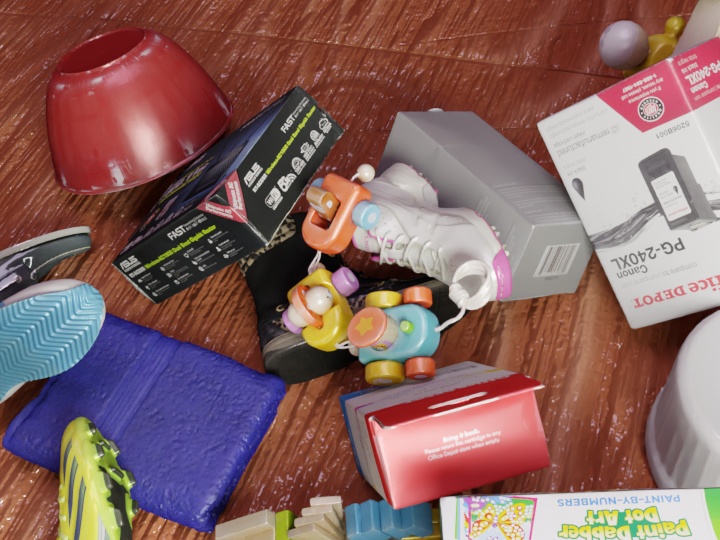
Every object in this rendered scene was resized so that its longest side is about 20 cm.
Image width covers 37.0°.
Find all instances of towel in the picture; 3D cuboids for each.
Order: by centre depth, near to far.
[{"bbox_3d":[-0.176,0.124,0.894,0.200,0.050,0.148,17,59,19],"label":"towel"}]

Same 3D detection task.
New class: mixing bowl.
[{"bbox_3d":[-0.241,-0.178,1.095,0.200,0.108,0.200,-14,33,9],"label":"mixing bowl"}]

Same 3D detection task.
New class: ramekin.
[{"bbox_3d":[0.324,0.115,0.814,0.200,0.098,0.201,-3,48,3],"label":"ramekin"}]

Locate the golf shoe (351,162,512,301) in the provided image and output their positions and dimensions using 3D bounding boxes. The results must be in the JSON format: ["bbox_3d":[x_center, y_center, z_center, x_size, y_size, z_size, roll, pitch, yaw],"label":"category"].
[{"bbox_3d":[0.048,-0.021,0.899,0.091,0.075,0.200,-21,33,-21],"label":"golf shoe"}]

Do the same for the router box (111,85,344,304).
[{"bbox_3d":[-0.122,-0.065,0.969,0.200,0.062,0.150,-25,27,47],"label":"router box"}]

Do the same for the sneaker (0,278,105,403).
[{"bbox_3d":[-0.281,0.052,0.891,0.200,0.077,0.081,-29,27,31],"label":"sneaker"}]

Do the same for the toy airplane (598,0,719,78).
[{"bbox_3d":[0.282,-0.180,0.968,0.141,0.199,0.200,23,58,-7],"label":"toy airplane"}]

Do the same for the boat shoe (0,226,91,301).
[{"bbox_3d":[-0.338,0.017,1.009,0.200,0.073,0.062,-27,94,-27],"label":"boat shoe"}]

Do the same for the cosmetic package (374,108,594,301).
[{"bbox_3d":[0.114,-0.065,0.987,0.107,0.090,0.200,-5,36,-38],"label":"cosmetic package"}]

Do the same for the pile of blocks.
[{"bbox_3d":[-0.003,0.206,0.773,0.200,0.082,0.062,-7,54,1],"label":"pile of blocks"}]

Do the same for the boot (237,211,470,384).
[{"bbox_3d":[-0.010,0.008,0.965,0.200,0.073,0.151,-22,49,-7],"label":"boot"}]

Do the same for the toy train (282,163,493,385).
[{"bbox_3d":[0.000,0.000,0.842,0.200,0.056,0.150,34,96,40],"label":"toy train"}]

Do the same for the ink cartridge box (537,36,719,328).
[{"bbox_3d":[0.259,-0.066,0.886,0.083,0.145,0.200,-27,93,-40],"label":"ink cartridge box"}]

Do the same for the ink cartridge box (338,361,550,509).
[{"bbox_3d":[0.059,0.116,0.776,0.116,0.200,0.067,-14,91,-8],"label":"ink cartridge box"}]

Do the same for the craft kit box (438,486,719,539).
[{"bbox_3d":[0.150,0.207,0.679,0.197,0.200,0.049,-5,47,2],"label":"craft kit box"}]

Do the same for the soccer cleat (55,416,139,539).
[{"bbox_3d":[-0.201,0.203,0.786,0.084,0.065,0.200,-23,63,5],"label":"soccer cleat"}]
